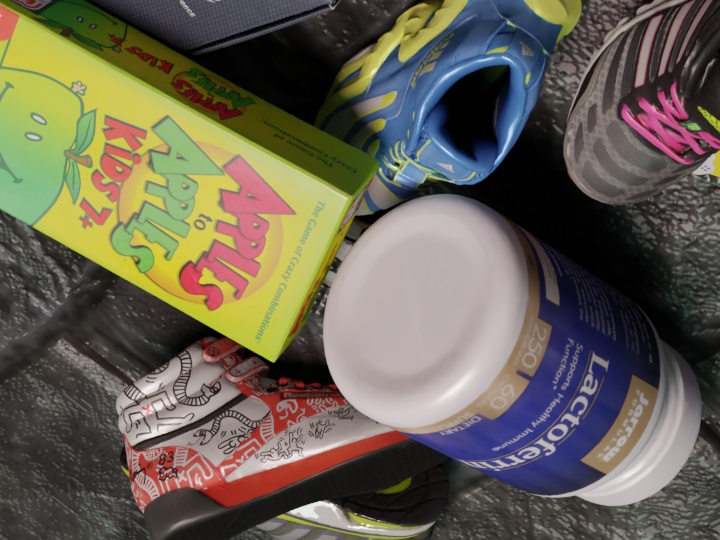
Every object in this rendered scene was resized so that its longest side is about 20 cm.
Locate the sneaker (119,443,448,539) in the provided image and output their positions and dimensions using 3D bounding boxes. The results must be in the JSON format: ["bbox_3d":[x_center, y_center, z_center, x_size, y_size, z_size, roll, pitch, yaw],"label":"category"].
[{"bbox_3d":[-0.048,0.137,1.271,0.199,0.074,0.081,13,137,10],"label":"sneaker"}]

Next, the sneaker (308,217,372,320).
[{"bbox_3d":[0.000,0.000,1.140,0.199,0.080,0.074,26,107,-25],"label":"sneaker"}]

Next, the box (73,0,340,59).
[{"bbox_3d":[-0.111,-0.191,0.986,0.157,0.051,0.200,-11,128,44],"label":"box"}]

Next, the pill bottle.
[{"bbox_3d":[0.083,0.048,1.072,0.115,0.116,0.200,-20,149,32],"label":"pill bottle"}]

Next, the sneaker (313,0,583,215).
[{"bbox_3d":[0.027,-0.072,1.029,0.076,0.105,0.200,32,133,-10],"label":"sneaker"}]

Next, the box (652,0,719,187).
[{"bbox_3d":[0.208,-0.116,0.974,0.136,0.038,0.200,24,134,-2],"label":"box"}]

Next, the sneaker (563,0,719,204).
[{"bbox_3d":[0.154,-0.081,0.936,0.074,0.088,0.200,39,132,-15],"label":"sneaker"}]

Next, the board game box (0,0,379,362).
[{"bbox_3d":[-0.102,-0.051,1.033,0.199,0.048,0.102,29,119,5],"label":"board game box"}]

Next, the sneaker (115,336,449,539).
[{"bbox_3d":[-0.039,0.078,1.213,0.201,0.108,0.067,-18,156,-9],"label":"sneaker"}]
